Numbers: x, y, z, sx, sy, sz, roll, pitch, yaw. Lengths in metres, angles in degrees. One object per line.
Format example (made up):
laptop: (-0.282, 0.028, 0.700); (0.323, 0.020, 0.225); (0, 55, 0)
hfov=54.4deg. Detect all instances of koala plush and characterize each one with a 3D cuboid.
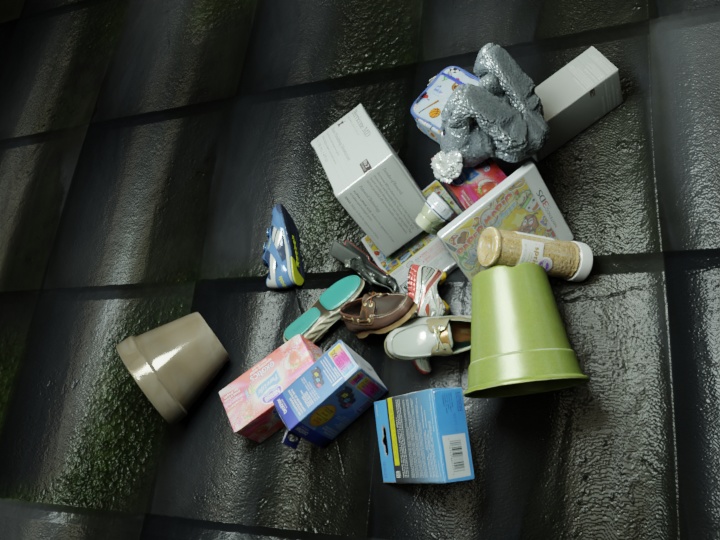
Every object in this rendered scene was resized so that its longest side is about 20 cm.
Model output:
koala plush: (0.205, -0.242, 1.216); (0.178, 0.183, 0.200); (-56, 12, -31)

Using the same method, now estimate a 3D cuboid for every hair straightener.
hair straightener: (0.000, 0.000, 1.376); (0.200, 0.076, 0.041); (43, 122, 38)

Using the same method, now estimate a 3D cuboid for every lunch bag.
lunch bag: (0.208, -0.332, 1.445); (0.160, 0.076, 0.200); (-46, 57, -4)

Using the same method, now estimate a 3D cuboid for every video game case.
video game case: (0.122, -0.057, 1.388); (0.199, 0.023, 0.183); (-38, 57, 6)
video game case: (0.257, -0.060, 1.225); (0.199, 0.182, 0.023); (-37, 32, 5)

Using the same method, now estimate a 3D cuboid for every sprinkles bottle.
sprinkles bottle: (0.298, -0.027, 1.193); (0.197, 0.068, 0.069); (8, 62, -21)

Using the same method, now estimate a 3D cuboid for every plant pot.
plant pot: (0.250, 0.096, 1.130); (0.197, 0.200, 0.194); (-12, 72, 19)
plant pot: (-0.368, 0.182, 1.424); (0.173, 0.201, 0.200); (-36, 55, -13)

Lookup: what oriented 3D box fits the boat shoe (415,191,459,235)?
boat shoe: (0.140, -0.095, 1.268); (0.062, 0.200, 0.072); (-42, 74, 10)

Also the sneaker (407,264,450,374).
sneaker: (0.124, 0.088, 1.284); (0.081, 0.078, 0.204); (2, 78, 5)

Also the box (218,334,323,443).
box: (-0.155, 0.226, 1.339); (0.199, 0.103, 0.095); (-36, 57, 5)

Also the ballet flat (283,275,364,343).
ballet flat: (-0.068, 0.087, 1.389); (0.199, 0.063, 0.068); (-38, 46, -3)

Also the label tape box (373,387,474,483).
label tape box: (0.102, 0.280, 1.180); (0.199, 0.062, 0.147); (-29, 64, 59)

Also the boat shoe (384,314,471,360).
boat shoe: (0.140, 0.111, 1.216); (0.196, 0.068, 0.076); (-12, 88, -14)

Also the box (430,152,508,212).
box: (0.222, -0.154, 1.311); (0.095, 0.100, 0.201); (-33, 42, 8)

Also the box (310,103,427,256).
box: (0.026, -0.174, 1.357); (0.130, 0.200, 0.200); (-35, 43, 8)

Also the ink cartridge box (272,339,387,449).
ink cartridge box: (-0.065, 0.237, 1.269); (0.199, 0.136, 0.077); (-40, 53, 3)

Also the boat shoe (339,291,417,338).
boat shoe: (0.025, 0.075, 1.274); (0.070, 0.071, 0.199); (-47, 12, -34)

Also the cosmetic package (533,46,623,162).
cosmetic package: (0.387, -0.313, 1.331); (0.199, 0.107, 0.091); (-39, 57, 6)

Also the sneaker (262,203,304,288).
sneaker: (-0.175, -0.052, 1.496); (0.081, 0.074, 0.203); (-20, 59, 18)
